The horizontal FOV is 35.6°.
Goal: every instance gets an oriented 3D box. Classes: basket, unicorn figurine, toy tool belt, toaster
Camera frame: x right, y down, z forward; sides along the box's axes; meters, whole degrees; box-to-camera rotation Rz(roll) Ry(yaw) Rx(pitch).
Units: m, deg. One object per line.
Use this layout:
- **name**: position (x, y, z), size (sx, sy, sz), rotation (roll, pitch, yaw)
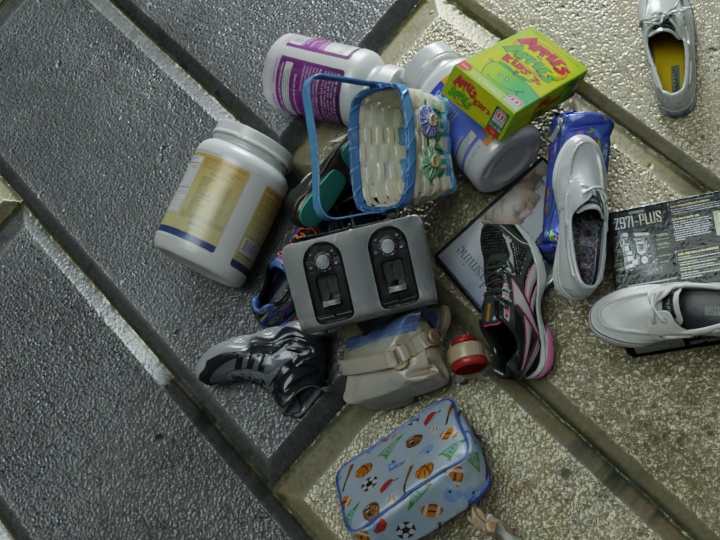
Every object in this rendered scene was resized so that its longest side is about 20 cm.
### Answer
- **basket**: position (0.020, -0.158, 1.414), size (0.138, 0.197, 0.180), rotation (-5, 91, 61)
- **unicorn figurine**: position (0.183, 0.373, 1.295), size (0.073, 0.137, 0.203), rotation (-19, 52, 24)
- **toy tool belt**: position (0.061, 0.092, 1.424), size (0.198, 0.124, 0.125), rotation (-24, 64, 27)
- **toaster**: position (0.000, 0.000, 1.409), size (0.177, 0.200, 0.121), rotation (-12, 92, 2)

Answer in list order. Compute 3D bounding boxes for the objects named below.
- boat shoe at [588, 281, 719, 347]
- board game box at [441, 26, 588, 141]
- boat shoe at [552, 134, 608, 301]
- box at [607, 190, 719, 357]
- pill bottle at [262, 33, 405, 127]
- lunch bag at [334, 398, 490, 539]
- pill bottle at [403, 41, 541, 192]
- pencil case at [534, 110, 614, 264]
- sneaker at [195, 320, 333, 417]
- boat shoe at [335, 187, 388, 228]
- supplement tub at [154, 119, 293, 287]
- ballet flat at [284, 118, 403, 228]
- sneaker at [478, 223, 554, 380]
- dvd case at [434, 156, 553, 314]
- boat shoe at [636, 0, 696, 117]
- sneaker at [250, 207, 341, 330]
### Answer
- **boat shoe**: position (0.353, 0.047, 1.260), size (0.196, 0.066, 0.073), rotation (2, 74, 22)
- **board game box**: position (0.202, -0.245, 1.445), size (0.101, 0.199, 0.048), rotation (41, 133, 15)
- **boat shoe**: position (0.264, -0.068, 1.326), size (0.071, 0.068, 0.204), rotation (14, 76, -11)
- **box**: position (0.403, 0.002, 1.341), size (0.196, 0.086, 0.167), rotation (-11, 70, 18)
- **pill bottle**: position (-0.031, -0.264, 1.591), size (0.197, 0.112, 0.114), rotation (18, 79, 26)
- **lunch bag**: position (0.066, 0.250, 1.372), size (0.198, 0.076, 0.161), rotation (-33, 24, 7)
- **pill bottle**: position (0.143, -0.212, 1.502), size (0.112, 0.112, 0.201), rotation (-39, 64, 5)
- **pencil case**: position (0.267, -0.106, 1.411), size (0.078, 0.086, 0.204), rotation (-9, 66, 55)
- **sneaker**: position (-0.130, 0.145, 1.511), size (0.197, 0.076, 0.116), rotation (-18, 64, 12)
- **boat shoe**: position (-0.001, -0.099, 1.552), size (0.073, 0.062, 0.203), rotation (-19, 65, 17)
- **supplement tub**: position (-0.188, -0.094, 1.578), size (0.143, 0.144, 0.203), rotation (21, 81, 26)
- **ballet flat**: position (-0.029, -0.142, 1.517), size (0.200, 0.068, 0.068), rotation (-42, 37, -9)
- **sneaker**: position (0.181, 0.039, 1.376), size (0.080, 0.085, 0.204), rotation (-20, 83, 45)
- **dvd case**: position (0.210, -0.035, 1.469), size (0.200, 0.018, 0.143), rotation (-42, 63, 4)
- **boat shoe**: position (0.394, -0.307, 1.449), size (0.073, 0.086, 0.206), rotation (-6, 71, 20)
- **sneaker**: position (-0.088, -0.006, 1.545), size (0.074, 0.078, 0.203), rotation (21, 81, 25)
